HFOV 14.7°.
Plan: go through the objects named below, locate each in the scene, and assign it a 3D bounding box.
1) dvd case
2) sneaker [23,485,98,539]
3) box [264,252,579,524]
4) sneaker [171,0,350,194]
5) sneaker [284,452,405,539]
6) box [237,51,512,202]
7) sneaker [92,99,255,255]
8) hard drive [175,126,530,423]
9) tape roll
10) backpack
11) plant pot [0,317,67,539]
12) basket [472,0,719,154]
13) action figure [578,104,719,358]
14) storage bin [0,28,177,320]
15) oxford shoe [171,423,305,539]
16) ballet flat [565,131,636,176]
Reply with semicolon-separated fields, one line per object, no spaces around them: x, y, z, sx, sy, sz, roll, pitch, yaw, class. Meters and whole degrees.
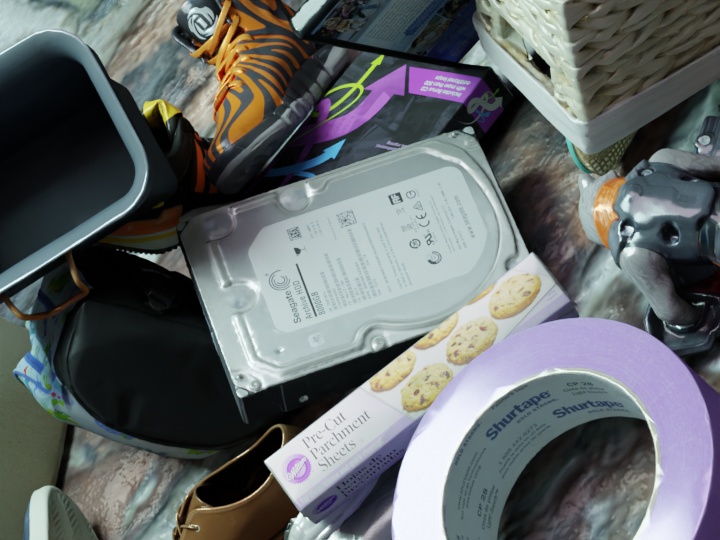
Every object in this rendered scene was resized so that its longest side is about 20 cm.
0.053;-0.187;1.706;0.143;0.200;0.018;-47;68;20;dvd case
-0.212;0.232;1.800;0.084;0.075;0.201;-29;44;20;sneaker
0.037;0.068;1.607;0.200;0.039;0.042;-37;69;1;box
-0.088;-0.130;1.875;0.078;0.112;0.200;-47;5;30;sneaker
0.045;0.116;1.649;0.079;0.074;0.201;36;86;29;sneaker
-0.008;-0.058;1.822;0.143;0.036;0.200;12;60;52;box
-0.122;-0.076;1.877;0.070;0.091;0.200;8;20;19;sneaker
0.000;0.000;1.702;0.199;0.038;0.140;-18;56;-5;hard drive
0.117;0.130;1.530;0.199;0.066;0.201;-17;57;28;tape roll
-0.150;0.052;1.820;0.154;0.162;0.200;-65;27;16;backpack
-0.325;0.141;1.907;0.199;0.199;0.178;-27;55;28;plant pot
0.170;-0.190;1.645;0.199;0.124;0.136;-32;50;-9;basket
0.211;-0.052;1.579;0.192;0.105;0.201;-5;57;32;action figure
-0.206;-0.041;1.729;0.199;0.134;0.146;-32;81;12;storage bin
-0.097;0.170;1.739;0.200;0.071;0.071;-48;39;8;oxford shoe
0.165;-0.150;1.729;0.065;0.070;0.201;-16;52;29;ballet flat
